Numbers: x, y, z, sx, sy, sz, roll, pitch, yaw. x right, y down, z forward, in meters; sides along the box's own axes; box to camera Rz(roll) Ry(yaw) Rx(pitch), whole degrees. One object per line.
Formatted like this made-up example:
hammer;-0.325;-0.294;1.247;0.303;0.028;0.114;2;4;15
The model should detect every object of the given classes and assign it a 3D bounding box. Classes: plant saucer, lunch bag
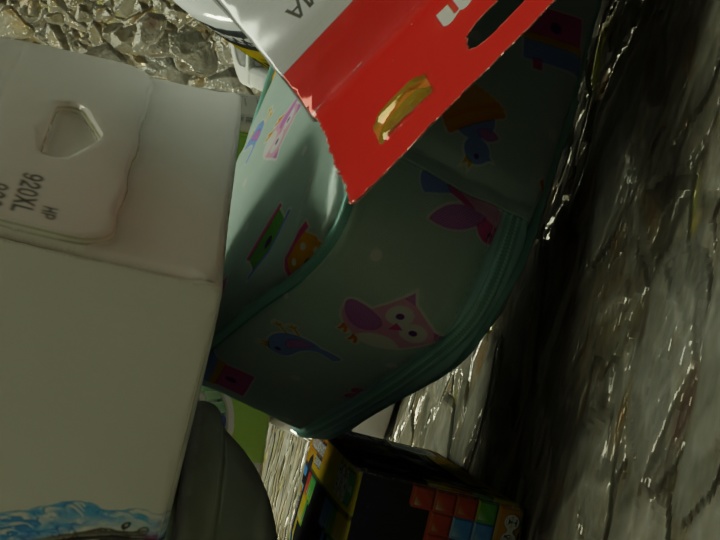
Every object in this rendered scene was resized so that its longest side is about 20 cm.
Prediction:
plant saucer;-0.053;0.143;0.612;0.200;0.050;0.201;-167;90;-84
lunch bag;0.011;-0.048;0.673;0.160;0.077;0.201;-41;26;56

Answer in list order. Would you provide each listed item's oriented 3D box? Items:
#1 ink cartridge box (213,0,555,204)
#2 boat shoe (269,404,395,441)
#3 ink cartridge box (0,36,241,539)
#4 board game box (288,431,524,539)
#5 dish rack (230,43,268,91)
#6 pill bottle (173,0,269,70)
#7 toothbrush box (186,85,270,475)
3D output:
ink cartridge box;0.023;-0.120;0.549;0.161;0.050;0.200;-45;20;11
boat shoe;0.000;0.000;0.949;0.072;0.065;0.201;-84;9;-57
ink cartridge box;-0.127;0.043;0.593;0.147;0.144;0.201;-94;19;-65
board game box;-0.004;0.144;0.668;0.200;0.056;0.166;166;119;-85
dish rack;-0.037;-0.178;1.018;0.200;0.043;0.173;-141;47;-74
pill bottle;-0.022;-0.141;0.820;0.200;0.111;0.113;29;-109;-58
toothbrush box;-0.082;0.016;0.987;0.146;0.086;0.201;-111;29;-78
